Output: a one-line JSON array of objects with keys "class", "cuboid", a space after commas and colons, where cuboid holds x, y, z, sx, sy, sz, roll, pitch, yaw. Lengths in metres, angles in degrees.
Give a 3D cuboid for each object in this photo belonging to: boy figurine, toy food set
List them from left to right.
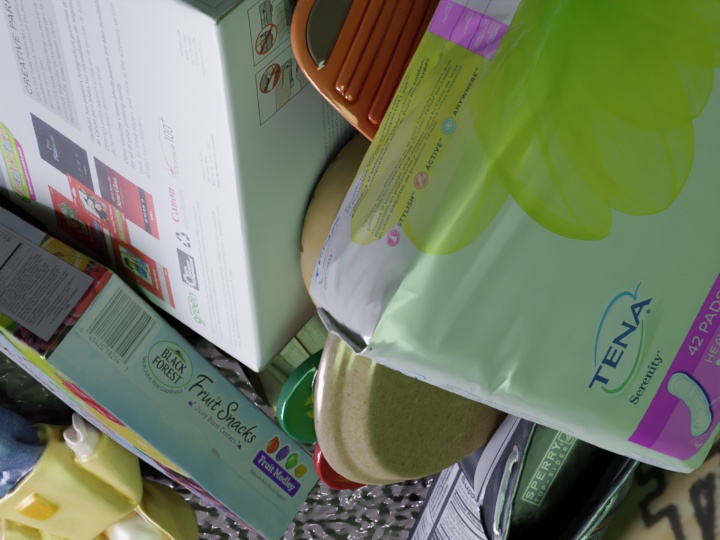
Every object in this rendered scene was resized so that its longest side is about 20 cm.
[{"class": "boy figurine", "cuboid": [-0.177, 0.128, 0.970, 0.124, 0.065, 0.200, -38, 131, 24]}, {"class": "toy food set", "cuboid": [0.041, 0.011, 0.755, 0.199, 0.049, 0.199, -22, 136, -45]}]

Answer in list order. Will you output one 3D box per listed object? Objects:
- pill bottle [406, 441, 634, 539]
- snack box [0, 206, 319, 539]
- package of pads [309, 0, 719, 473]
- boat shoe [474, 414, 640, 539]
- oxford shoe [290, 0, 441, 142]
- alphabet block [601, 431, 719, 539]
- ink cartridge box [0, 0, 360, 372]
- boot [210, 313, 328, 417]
[{"class": "pill bottle", "cuboid": [0.097, 0.131, 1.011, 0.105, 0.107, 0.201, 1, 139, -16]}, {"class": "snack box", "cuboid": [-0.121, 0.045, 0.826, 0.053, 0.142, 0.200, -53, 138, -11]}, {"class": "package of pads", "cuboid": [0.087, -0.044, 0.584, 0.154, 0.068, 0.201, 21, 99, -26]}, {"class": "boat shoe", "cuboid": [0.108, 0.048, 0.751, 0.071, 0.068, 0.201, 25, 110, -10]}, {"class": "oxford shoe", "cuboid": [0.053, -0.060, 0.647, 0.199, 0.073, 0.072, 24, 96, -28]}, {"class": "alphabet block", "cuboid": [0.273, 0.165, 1.030, 0.194, 0.197, 0.200, 19, 131, -31]}, {"class": "ink cartridge box", "cuboid": [-0.087, -0.085, 0.696, 0.084, 0.175, 0.201, -44, 152, -29]}, {"class": "boot", "cuboid": [0.000, 0.000, 0.857, 0.154, 0.072, 0.200, -19, 146, 9]}]
